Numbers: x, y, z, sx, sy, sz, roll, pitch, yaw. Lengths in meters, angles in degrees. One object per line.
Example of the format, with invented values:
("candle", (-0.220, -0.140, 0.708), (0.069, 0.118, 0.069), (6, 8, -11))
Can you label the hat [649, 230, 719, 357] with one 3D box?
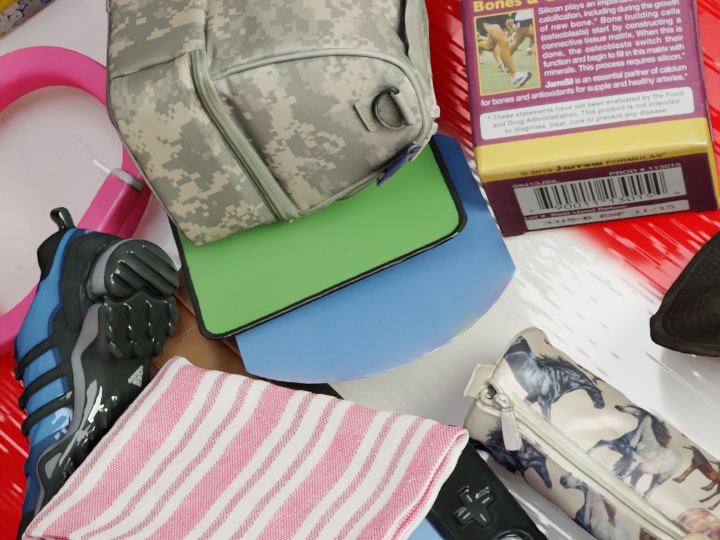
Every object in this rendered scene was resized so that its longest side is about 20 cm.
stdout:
("hat", (0.259, 0.026, 1.373), (0.200, 0.201, 0.081), (-21, 112, 9))

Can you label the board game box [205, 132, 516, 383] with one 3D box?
("board game box", (0.000, 0.000, 1.453), (0.158, 0.039, 0.200), (-19, 44, -3))

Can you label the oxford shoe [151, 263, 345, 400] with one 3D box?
("oxford shoe", (-0.052, 0.084, 1.443), (0.200, 0.071, 0.071), (44, 100, 31))

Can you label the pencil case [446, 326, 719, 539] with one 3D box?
("pencil case", (0.143, 0.113, 1.369), (0.200, 0.089, 0.078), (37, 115, 21))

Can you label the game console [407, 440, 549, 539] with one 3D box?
("game console", (0.033, 0.214, 1.337), (0.200, 0.116, 0.176), (-39, 106, -4))

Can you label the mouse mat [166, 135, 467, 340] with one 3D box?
("mouse mat", (-0.034, -0.052, 1.471), (0.161, 0.008, 0.200), (-24, 43, 3))

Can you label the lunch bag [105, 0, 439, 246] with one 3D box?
("lunch bag", (-0.041, -0.128, 1.439), (0.167, 0.139, 0.200), (-19, 40, 17))

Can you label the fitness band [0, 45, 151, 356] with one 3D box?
("fitness band", (-0.206, -0.038, 1.521), (0.144, 0.037, 0.200), (32, 87, 24))

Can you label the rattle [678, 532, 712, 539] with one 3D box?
("rattle", (0.161, 0.201, 1.215), (0.130, 0.200, 0.143), (-35, 76, -8))

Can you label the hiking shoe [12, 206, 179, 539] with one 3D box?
("hiking shoe", (-0.159, 0.072, 1.455), (0.087, 0.074, 0.200), (21, 99, 42))

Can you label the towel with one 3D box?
("towel", (-0.061, 0.111, 1.337), (0.200, 0.030, 0.146), (12, 46, 31))

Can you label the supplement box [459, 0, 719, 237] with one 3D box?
("supplement box", (0.126, -0.133, 1.455), (0.131, 0.103, 0.200), (-6, 70, 10))

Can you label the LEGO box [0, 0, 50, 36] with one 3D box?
("LEGO box", (-0.290, -0.225, 1.598), (0.149, 0.077, 0.200), (-36, 66, -2))
